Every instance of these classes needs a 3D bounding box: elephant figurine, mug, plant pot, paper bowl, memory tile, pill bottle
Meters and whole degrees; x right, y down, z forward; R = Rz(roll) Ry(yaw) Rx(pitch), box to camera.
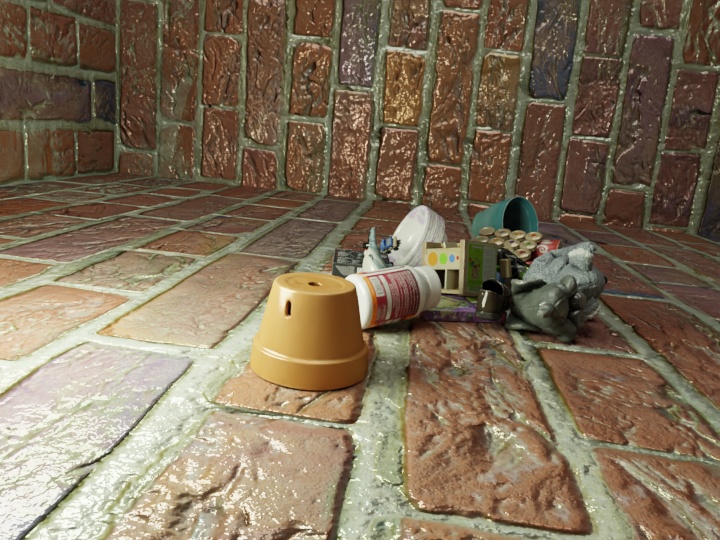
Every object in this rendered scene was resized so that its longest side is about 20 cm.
[{"bbox_3d":[0.370,0.080,1.311,0.198,0.156,0.143,5,51,52],"label":"elephant figurine"},{"bbox_3d":[0.476,-0.040,1.770,0.195,0.137,0.177,8,-17,27],"label":"mug"},{"bbox_3d":[0.519,-0.158,2.239,0.196,0.206,0.186,-4,0,-36],"label":"plant pot"},{"bbox_3d":[0.158,-0.062,1.637,0.103,0.203,0.201,31,5,-18],"label":"paper bowl"},{"bbox_3d":[-0.078,0.089,0.992,0.194,0.144,0.200,6,13,-1],"label":"plant pot"},{"bbox_3d":[0.415,-0.080,1.758,0.196,0.017,0.153,8,36,36],"label":"memory tile"},{"bbox_3d":[0.065,0.050,1.251,0.196,0.113,0.109,-9,18,-32],"label":"pill bottle"}]

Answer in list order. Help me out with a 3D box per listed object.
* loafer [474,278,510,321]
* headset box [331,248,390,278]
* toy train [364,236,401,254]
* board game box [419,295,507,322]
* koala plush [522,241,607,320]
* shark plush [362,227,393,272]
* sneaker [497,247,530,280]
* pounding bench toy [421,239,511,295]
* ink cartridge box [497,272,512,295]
[{"bbox_3d":[0.297,0.053,1.340,0.071,0.073,0.200,9,15,14],"label":"loafer"},{"bbox_3d":[0.000,0.000,1.551,0.145,0.079,0.200,6,12,-3],"label":"headset box"},{"bbox_3d":[0.033,-0.049,1.659,0.045,0.035,0.198,25,-35,-37],"label":"toy train"},{"bbox_3d":[0.220,0.085,1.387,0.194,0.033,0.120,3,10,-11],"label":"board game box"},{"bbox_3d":[0.483,0.031,1.384,0.178,0.183,0.200,-5,4,-5],"label":"koala plush"},{"bbox_3d":[0.043,-0.004,1.432,0.081,0.092,0.203,2,47,-26],"label":"shark plush"},{"bbox_3d":[0.423,0.002,1.545,0.198,0.071,0.083,36,-29,0],"label":"sneaker"},{"bbox_3d":[0.260,-0.003,1.505,0.196,0.128,0.154,4,-2,-39],"label":"pounding bench toy"},{"bbox_3d":[0.369,0.009,1.689,0.113,0.069,0.199,-4,16,-32],"label":"ink cartridge box"}]
